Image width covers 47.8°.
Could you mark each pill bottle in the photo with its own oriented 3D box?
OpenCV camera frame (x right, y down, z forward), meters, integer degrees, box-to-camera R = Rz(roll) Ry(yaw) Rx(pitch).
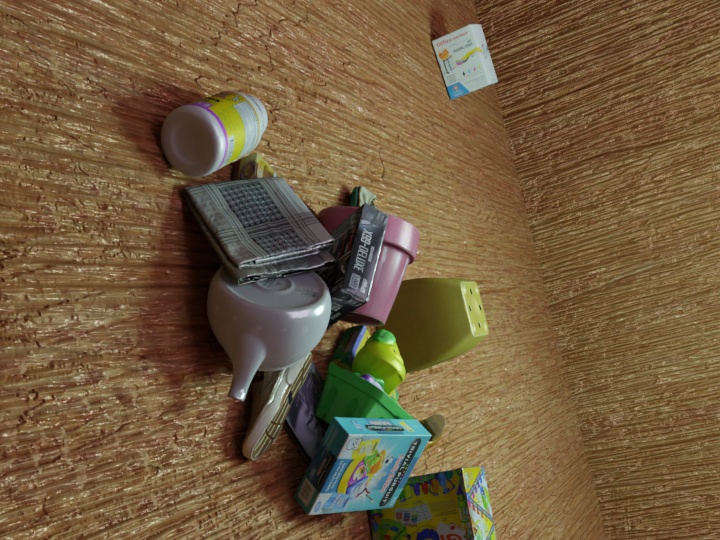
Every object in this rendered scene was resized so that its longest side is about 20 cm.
[{"bbox_3d":[-0.217,-0.218,1.258,0.106,0.103,0.200,67,25,-13],"label":"pill bottle"}]

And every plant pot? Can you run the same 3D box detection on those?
[{"bbox_3d":[0.162,0.106,1.756,0.195,0.197,0.198,3,72,-65],"label":"plant pot"},{"bbox_3d":[0.000,0.000,1.503,0.199,0.197,0.183,30,68,-56],"label":"plant pot"}]

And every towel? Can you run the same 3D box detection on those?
[{"bbox_3d":[-0.147,-0.069,1.222,0.190,0.035,0.201,-10,53,-41],"label":"towel"}]

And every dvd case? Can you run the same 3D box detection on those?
[{"bbox_3d":[-0.079,0.247,1.377,0.202,0.016,0.149,63,26,-24],"label":"dvd case"}]

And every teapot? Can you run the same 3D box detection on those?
[{"bbox_3d":[-0.139,0.079,1.202,0.197,0.197,0.148,-8,122,-35],"label":"teapot"}]

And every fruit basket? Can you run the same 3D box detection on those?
[{"bbox_3d":[0.034,0.209,1.416,0.213,0.154,0.220,-20,120,-40],"label":"fruit basket"}]

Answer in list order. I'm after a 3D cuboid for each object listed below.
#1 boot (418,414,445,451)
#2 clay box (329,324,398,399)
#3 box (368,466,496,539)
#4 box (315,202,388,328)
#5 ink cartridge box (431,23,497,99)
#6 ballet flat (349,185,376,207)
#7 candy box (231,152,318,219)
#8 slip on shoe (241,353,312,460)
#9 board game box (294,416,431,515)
[{"bbox_3d":[0.073,0.348,1.560,0.071,0.198,0.145,59,-21,21],"label":"boot"},{"bbox_3d":[0.016,0.219,1.557,0.202,0.047,0.115,63,28,-21],"label":"clay box"},{"bbox_3d":[0.131,0.469,1.470,0.122,0.197,0.196,22,57,-60],"label":"box"},{"bbox_3d":[-0.038,0.004,1.309,0.049,0.200,0.160,26,58,-19],"label":"box"},{"bbox_3d":[0.347,-0.693,2.691,0.144,0.145,0.203,-36,108,-64],"label":"ink cartridge box"},{"bbox_3d":[0.004,-0.103,1.690,0.061,0.068,0.202,23,44,-13],"label":"ballet flat"},{"bbox_3d":[-0.146,-0.092,1.393,0.200,0.056,0.119,43,39,-46],"label":"candy box"},{"bbox_3d":[-0.139,0.195,1.236,0.077,0.060,0.202,95,18,-52],"label":"slip on shoe"},{"bbox_3d":[0.007,0.314,1.311,0.198,0.153,0.047,11,21,-45],"label":"board game box"}]
